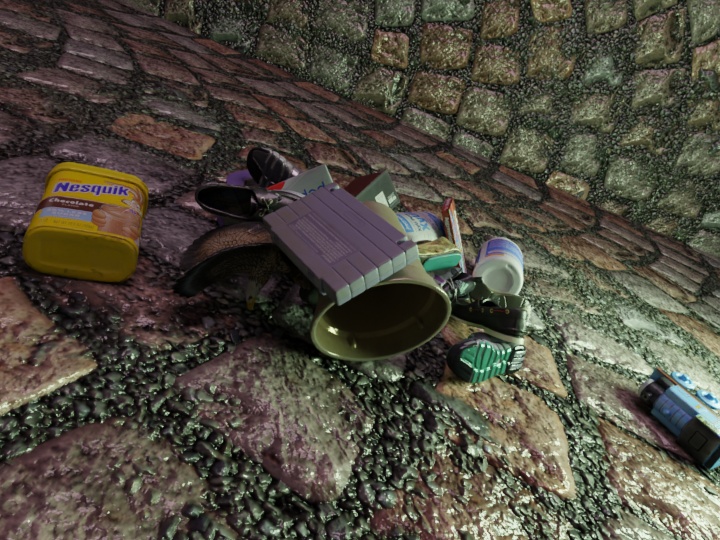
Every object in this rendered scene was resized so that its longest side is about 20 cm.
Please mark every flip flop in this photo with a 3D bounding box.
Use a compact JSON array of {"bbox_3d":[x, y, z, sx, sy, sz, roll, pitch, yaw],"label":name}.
[{"bbox_3d":[0.260,0.062,1.069,0.199,0.082,0.058,16,2,-11],"label":"flip flop"}]

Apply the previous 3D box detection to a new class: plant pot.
[{"bbox_3d":[0.014,0.005,0.764,0.199,0.201,0.184,9,47,-26],"label":"plant pot"}]

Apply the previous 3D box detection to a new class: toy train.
[{"bbox_3d":[0.610,0.266,0.950,0.114,0.087,0.200,-1,35,-31],"label":"toy train"}]

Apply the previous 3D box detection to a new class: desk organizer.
[{"bbox_3d":[-0.017,-0.105,0.941,0.077,0.072,0.200,-3,33,42],"label":"desk organizer"}]

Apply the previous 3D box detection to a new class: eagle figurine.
[{"bbox_3d":[-0.174,-0.014,0.780,0.199,0.152,0.152,12,61,-15],"label":"eagle figurine"}]

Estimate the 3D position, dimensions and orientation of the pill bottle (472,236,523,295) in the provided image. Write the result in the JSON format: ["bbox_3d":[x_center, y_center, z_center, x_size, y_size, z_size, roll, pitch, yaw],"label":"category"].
[{"bbox_3d":[0.327,-0.012,1.211,0.112,0.112,0.200,26,26,7],"label":"pill bottle"}]

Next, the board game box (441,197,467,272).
[{"bbox_3d":[0.208,-0.048,1.113,0.019,0.201,0.103,-9,19,17],"label":"board game box"}]

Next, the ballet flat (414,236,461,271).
[{"bbox_3d":[0.096,-0.025,0.939,0.199,0.071,0.071,-11,40,-31],"label":"ballet flat"}]

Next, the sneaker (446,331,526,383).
[{"bbox_3d":[0.196,0.142,0.881,0.199,0.075,0.087,10,11,-42],"label":"sneaker"}]

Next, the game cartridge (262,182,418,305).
[{"bbox_3d":[-0.034,-0.042,0.679,0.129,0.039,0.200,-33,46,-16],"label":"game cartridge"}]

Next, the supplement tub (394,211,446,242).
[{"bbox_3d":[0.084,-0.057,1.076,0.132,0.132,0.199,39,29,30],"label":"supplement tub"}]

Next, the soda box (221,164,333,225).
[{"bbox_3d":[-0.140,-0.116,0.893,0.199,0.069,0.063,-23,11,-1],"label":"soda box"}]

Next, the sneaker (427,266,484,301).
[{"bbox_3d":[0.159,0.038,0.948,0.139,0.078,0.200,-12,21,17],"label":"sneaker"}]

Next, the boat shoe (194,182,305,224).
[{"bbox_3d":[-0.169,-0.103,0.831,0.199,0.069,0.057,7,6,-5],"label":"boat shoe"}]

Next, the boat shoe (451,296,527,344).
[{"bbox_3d":[0.234,0.082,0.942,0.073,0.063,0.201,12,1,-21],"label":"boat shoe"}]

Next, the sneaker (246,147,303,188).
[{"bbox_3d":[-0.127,-0.179,1.024,0.200,0.075,0.116,35,21,1],"label":"sneaker"}]

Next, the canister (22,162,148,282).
[{"bbox_3d":[-0.400,-0.074,0.763,0.148,0.087,0.200,10,30,-25],"label":"canister"}]

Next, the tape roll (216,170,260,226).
[{"bbox_3d":[-0.180,-0.119,1.031,0.199,0.085,0.200,19,25,-9],"label":"tape roll"}]

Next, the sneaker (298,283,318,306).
[{"bbox_3d":[0.002,0.055,0.863,0.199,0.076,0.116,1,36,-39],"label":"sneaker"}]
